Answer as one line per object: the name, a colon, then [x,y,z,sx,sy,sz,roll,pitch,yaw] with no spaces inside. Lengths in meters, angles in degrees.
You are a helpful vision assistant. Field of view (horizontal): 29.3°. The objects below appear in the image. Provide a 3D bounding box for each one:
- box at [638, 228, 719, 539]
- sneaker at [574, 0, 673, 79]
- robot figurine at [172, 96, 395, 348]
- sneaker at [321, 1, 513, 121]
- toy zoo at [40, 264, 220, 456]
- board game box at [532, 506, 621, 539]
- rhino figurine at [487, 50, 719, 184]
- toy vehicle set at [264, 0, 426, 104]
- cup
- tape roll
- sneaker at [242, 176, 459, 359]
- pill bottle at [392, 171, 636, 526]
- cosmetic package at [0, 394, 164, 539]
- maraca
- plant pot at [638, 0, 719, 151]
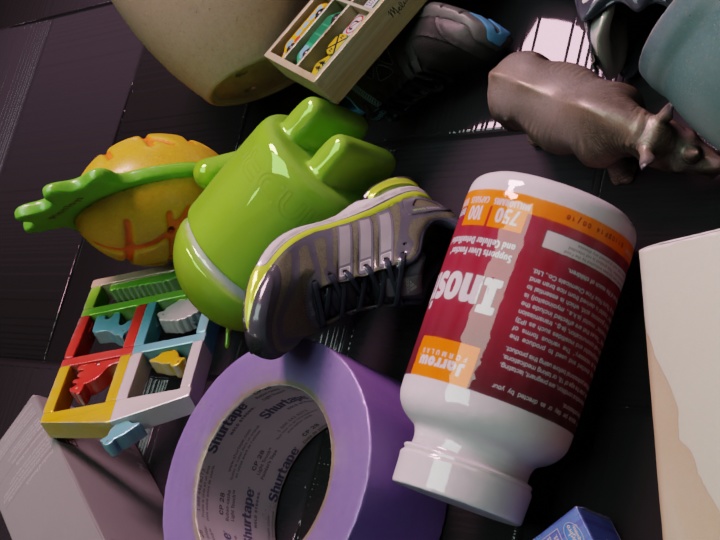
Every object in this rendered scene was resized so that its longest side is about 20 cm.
box: [0.207,0.084,0.718,0.077,0.095,0.201,-14,68,37]
sneaker: [0.157,-0.193,0.947,0.198,0.079,0.130,11,69,37]
robot figurine: [-0.065,-0.036,1.053,0.200,0.115,0.176,-49,58,21]
sneaker: [0.040,-0.152,1.056,0.200,0.073,0.082,0,72,56]
toy zoo: [-0.178,0.068,1.103,0.130,0.021,0.201,-11,38,17]
board game box: [0.099,0.274,0.785,0.199,0.043,0.201,-43,45,22]
rhino figurine: [0.158,-0.093,0.888,0.200,0.087,0.060,30,92,48]
toy vehicle set: [0.017,-0.221,1.049,0.200,0.026,0.124,-50,28,-2]
cup: [-0.107,-0.226,1.169,0.200,0.200,0.144,-28,80,32]
tape roll: [-0.041,0.155,0.958,0.199,0.085,0.201,-23,53,35]
sneaker: [0.000,0.000,0.951,0.081,0.074,0.200,23,47,38]
pill bottle: [0.092,0.050,0.859,0.113,0.113,0.201,9,76,47]
cosmetic package: [-0.212,0.199,1.088,0.090,0.107,0.200,-53,44,8]
maraca: [-0.186,-0.057,1.135,0.137,0.199,0.108,-32,71,41]
plant pot: [0.269,-0.115,0.733,0.200,0.200,0.135,-40,72,23]
